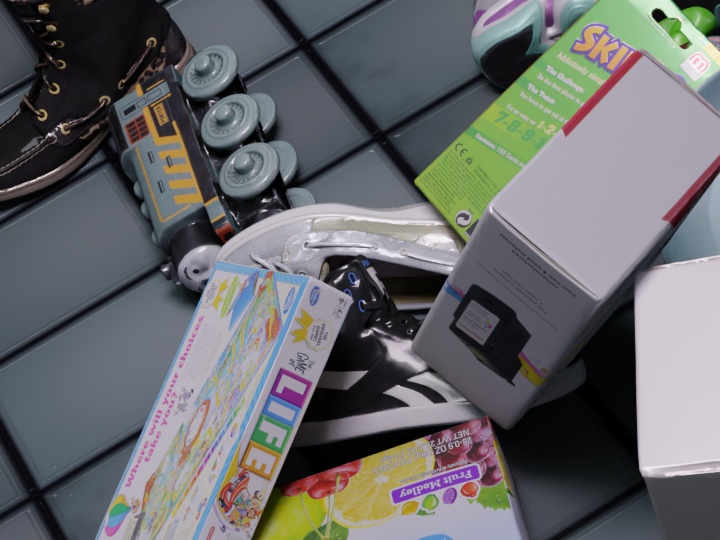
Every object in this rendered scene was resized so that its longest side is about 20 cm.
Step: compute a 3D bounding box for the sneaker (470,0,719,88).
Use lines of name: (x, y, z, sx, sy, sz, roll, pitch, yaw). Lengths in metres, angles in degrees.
sneaker: (0.168, -0.217, 1.738, 0.199, 0.078, 0.140, -13, 48, 9)

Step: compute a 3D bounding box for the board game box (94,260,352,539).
board game box: (-0.087, 0.096, 1.505, 0.134, 0.034, 0.201, 10, 75, 61)

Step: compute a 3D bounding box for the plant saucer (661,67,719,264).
plant saucer: (0.279, -0.042, 1.521, 0.200, 0.039, 0.202, 0, 87, 3)

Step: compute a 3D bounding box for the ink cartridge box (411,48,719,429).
ink cartridge box: (0.122, -0.014, 1.424, 0.083, 0.200, 0.146, 40, 64, 8)

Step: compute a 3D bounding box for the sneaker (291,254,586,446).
sneaker: (0.034, 0.040, 1.531, 0.199, 0.112, 0.073, -11, 5, 13)

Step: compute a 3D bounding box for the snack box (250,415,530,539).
snack box: (0.025, 0.202, 1.434, 0.168, 0.068, 0.201, -20, 48, 6)

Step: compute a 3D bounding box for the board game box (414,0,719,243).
board game box: (0.136, -0.090, 1.560, 0.200, 0.030, 0.096, -45, 72, 13)

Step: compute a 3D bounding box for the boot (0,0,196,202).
boot: (-0.224, -0.153, 1.780, 0.200, 0.151, 0.073, -33, 47, -9)

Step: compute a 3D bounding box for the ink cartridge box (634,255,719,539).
ink cartridge box: (0.238, 0.103, 1.347, 0.144, 0.200, 0.148, -9, 48, 13)

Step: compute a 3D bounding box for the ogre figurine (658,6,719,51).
ogre figurine: (0.232, -0.120, 1.617, 0.199, 0.098, 0.120, 15, 46, 15)

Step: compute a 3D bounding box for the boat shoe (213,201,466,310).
boat shoe: (0.001, 0.001, 1.617, 0.201, 0.075, 0.065, -4, 50, 6)

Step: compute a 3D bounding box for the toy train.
toy train: (-0.106, -0.071, 1.719, 0.114, 0.085, 0.200, -31, 48, 9)
